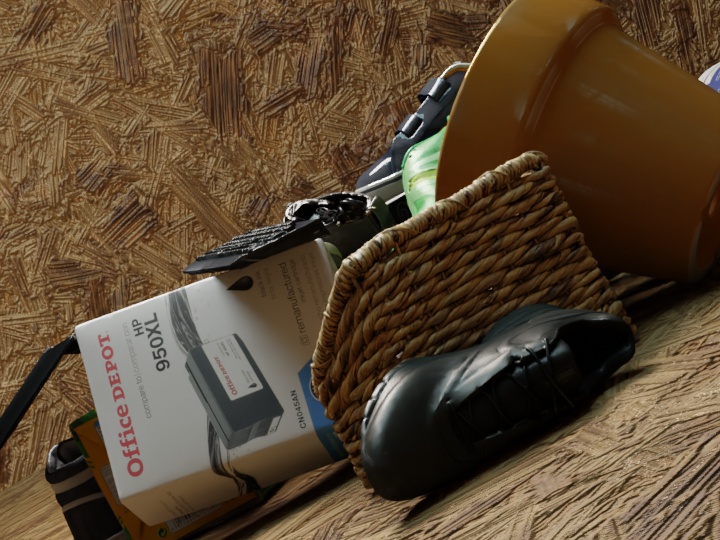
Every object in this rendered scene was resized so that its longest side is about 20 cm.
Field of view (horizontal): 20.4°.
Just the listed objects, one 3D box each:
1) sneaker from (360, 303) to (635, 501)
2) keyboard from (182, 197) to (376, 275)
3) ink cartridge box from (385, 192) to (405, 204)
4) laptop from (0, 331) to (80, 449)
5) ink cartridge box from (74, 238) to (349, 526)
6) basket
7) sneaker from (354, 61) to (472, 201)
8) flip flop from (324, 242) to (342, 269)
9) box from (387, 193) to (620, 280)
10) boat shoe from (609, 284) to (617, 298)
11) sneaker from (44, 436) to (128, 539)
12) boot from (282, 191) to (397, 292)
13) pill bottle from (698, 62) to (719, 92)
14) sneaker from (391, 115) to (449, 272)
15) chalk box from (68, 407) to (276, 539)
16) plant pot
[{"bbox_3d":[0.083,0.071,1.189,0.199,0.076,0.090,-34,12,-32],"label":"sneaker"},{"bbox_3d":[-0.062,-0.026,1.500,0.126,0.021,0.200,-21,5,-16],"label":"keyboard"},{"bbox_3d":[0.115,-0.032,1.921,0.199,0.147,0.085,-28,4,8],"label":"ink cartridge box"},{"bbox_3d":[-0.216,0.105,1.635,0.198,0.104,0.177,-1,-5,-17],"label":"laptop"},{"bbox_3d":[-0.094,0.084,1.474,0.198,0.146,0.084,-20,-22,3],"label":"ink cartridge box"},{"bbox_3d":[0.055,0.033,1.325,0.199,0.150,0.142,-32,4,-35],"label":"basket"},{"bbox_3d":[0.071,-0.128,1.714,0.199,0.080,0.078,-29,3,-11],"label":"sneaker"},{"bbox_3d":[-0.071,0.004,1.606,0.080,0.058,0.200,-13,-12,-22],"label":"flip flop"},{"bbox_3d":[0.102,-0.017,1.739,0.124,0.149,0.200,-29,2,-35],"label":"box"},{"bbox_3d":[0.152,0.012,1.537,0.070,0.070,0.200,-29,2,8],"label":"boat shoe"},{"bbox_3d":[-0.203,0.177,1.732,0.070,0.109,0.200,-27,3,23],"label":"sneaker"},{"bbox_3d":[0.000,0.000,1.649,0.199,0.174,0.070,-15,42,49],"label":"boot"},{"bbox_3d":[0.383,-0.154,1.787,0.110,0.112,0.200,-30,2,-19],"label":"pill bottle"},{"bbox_3d":[0.067,-0.054,1.558,0.083,0.074,0.201,2,41,30],"label":"sneaker"},{"bbox_3d":[-0.129,0.132,1.643,0.124,0.125,0.200,-27,3,16],"label":"chalk box"},{"bbox_3d":[0.179,-0.081,1.431,0.200,0.182,0.201,-49,-27,-36],"label":"plant pot"}]
